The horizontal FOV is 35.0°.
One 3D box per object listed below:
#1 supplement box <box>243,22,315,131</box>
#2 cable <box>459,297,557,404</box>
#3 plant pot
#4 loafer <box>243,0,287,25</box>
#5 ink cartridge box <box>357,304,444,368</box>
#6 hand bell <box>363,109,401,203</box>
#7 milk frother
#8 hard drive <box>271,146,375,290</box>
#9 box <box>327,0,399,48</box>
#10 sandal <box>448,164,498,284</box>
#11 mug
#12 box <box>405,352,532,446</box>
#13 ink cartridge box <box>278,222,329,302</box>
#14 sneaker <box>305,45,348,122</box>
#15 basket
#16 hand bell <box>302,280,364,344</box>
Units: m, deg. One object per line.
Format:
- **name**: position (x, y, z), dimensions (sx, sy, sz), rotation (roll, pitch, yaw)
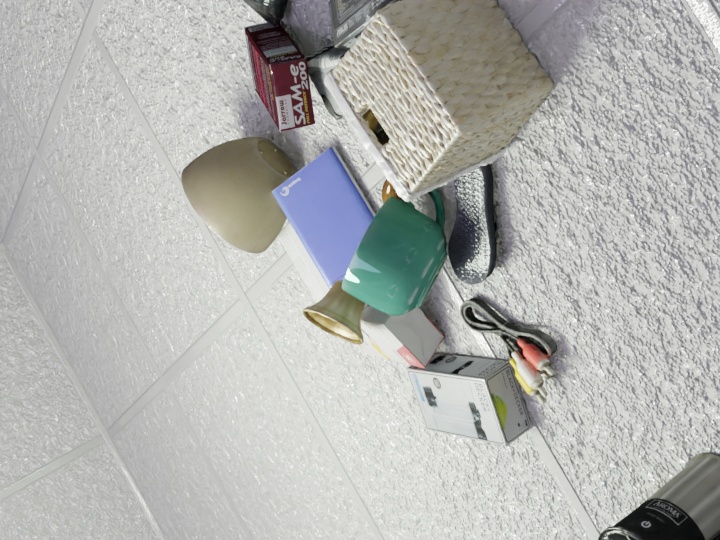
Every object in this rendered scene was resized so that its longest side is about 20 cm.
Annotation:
- **supplement box**: position (-0.127, -0.304, 1.765), dimensions (0.200, 0.060, 0.110), rotation (-119, 19, -57)
- **cable**: position (0.212, 0.099, 1.647), dimensions (0.200, 0.050, 0.098), rotation (42, 143, 29)
- **plant pot**: position (-0.188, -0.149, 1.955), dimensions (0.134, 0.200, 0.201), rotation (-42, 75, 22)
- **loafer**: position (-0.189, -0.463, 1.799), dimensions (0.200, 0.072, 0.073), rotation (49, 151, 24)
- **ink cartridge box**: position (0.027, 0.086, 1.857), dimensions (0.117, 0.068, 0.199), rotation (47, 159, -30)
- **hand bell**: position (0.047, -0.150, 1.691), dimensions (0.104, 0.104, 0.201), rotation (47, 158, 23)
- **milk frother**: position (0.413, 0.371, 1.422), dimensions (0.180, 0.187, 0.202), rotation (40, 143, 34)
- **hard drive**: position (-0.043, -0.079, 1.850), dimensions (0.131, 0.025, 0.201), rotation (-34, 83, 23)
- **box**: position (0.019, -0.402, 1.505), dimensions (0.199, 0.048, 0.161), rotation (-22, 73, 59)
- **sandal**: position (0.167, -0.070, 1.603), dimensions (0.076, 0.043, 0.202), rotation (24, 127, 34)
- **mug**: position (0.064, -0.026, 1.644), dimensions (0.114, 0.152, 0.186), rotation (29, 112, 6)
- **box**: position (0.167, 0.197, 1.781), dimensions (0.199, 0.060, 0.118), rotation (3, 116, 55)
- **ink cartridge box**: position (-0.045, -0.041, 1.942), dimensions (0.200, 0.050, 0.162), rotation (-37, 81, 48)
- **sneaker**: position (-0.010, -0.275, 1.684), dimensions (0.200, 0.075, 0.117), rotation (15, 131, 63)
- **basket**: position (0.102, -0.231, 1.425), dimensions (0.199, 0.199, 0.161), rotation (57, 143, 9)
- **hand bell**: position (0.000, 0.000, 1.762), dimensions (0.103, 0.202, 0.104), rotation (25, 166, 7)
